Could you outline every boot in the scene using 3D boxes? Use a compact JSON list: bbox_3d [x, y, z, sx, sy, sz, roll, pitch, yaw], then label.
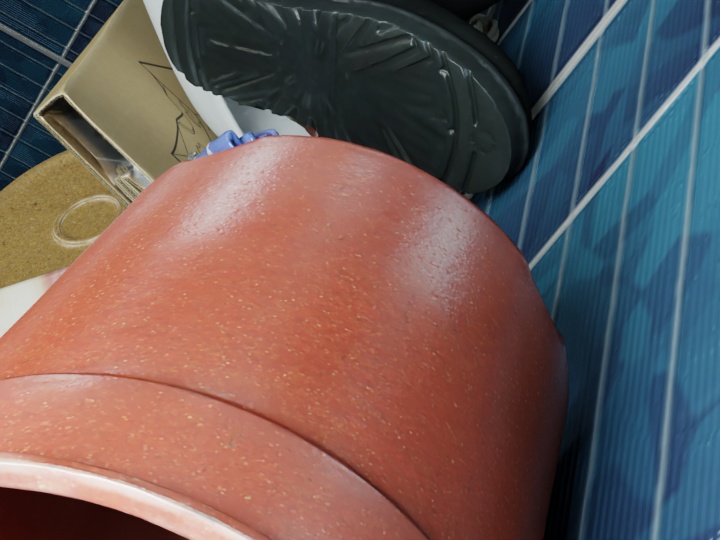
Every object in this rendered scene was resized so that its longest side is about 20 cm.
[{"bbox_3d":[0.029,-0.114,0.927,0.162,0.198,0.074,-35,-45,-40],"label":"boot"}]

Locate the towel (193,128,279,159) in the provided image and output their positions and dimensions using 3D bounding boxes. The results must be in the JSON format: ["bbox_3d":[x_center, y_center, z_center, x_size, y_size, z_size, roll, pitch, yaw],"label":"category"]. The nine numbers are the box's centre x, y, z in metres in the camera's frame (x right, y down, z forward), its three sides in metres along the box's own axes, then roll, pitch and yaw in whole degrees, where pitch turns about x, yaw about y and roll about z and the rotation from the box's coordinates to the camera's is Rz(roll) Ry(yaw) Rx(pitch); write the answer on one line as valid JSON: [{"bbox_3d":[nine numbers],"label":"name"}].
[{"bbox_3d":[-0.036,0.027,0.836,0.024,0.145,0.200,-27,0,-19],"label":"towel"}]

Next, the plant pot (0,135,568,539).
[{"bbox_3d":[-0.034,0.073,0.560,0.201,0.200,0.195,-53,5,36],"label":"plant pot"}]

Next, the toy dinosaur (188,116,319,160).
[{"bbox_3d":[0.000,0.000,0.946,0.200,0.105,0.182,67,-152,-57],"label":"toy dinosaur"}]

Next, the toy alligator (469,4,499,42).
[{"bbox_3d":[0.070,-0.189,1.046,0.201,0.054,0.059,-66,11,-22],"label":"toy alligator"}]

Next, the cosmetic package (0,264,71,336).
[{"bbox_3d":[-0.167,0.057,0.993,0.199,0.088,0.103,-17,-5,13],"label":"cosmetic package"}]

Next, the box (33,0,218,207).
[{"bbox_3d":[-0.075,-0.055,1.049,0.021,0.163,0.200,-41,12,19],"label":"box"}]

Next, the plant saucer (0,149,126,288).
[{"bbox_3d":[-0.137,-0.015,1.122,0.199,0.036,0.201,-13,38,10],"label":"plant saucer"}]

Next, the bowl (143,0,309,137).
[{"bbox_3d":[-0.036,-0.175,1.040,0.200,0.201,0.074,-41,36,-27],"label":"bowl"}]
